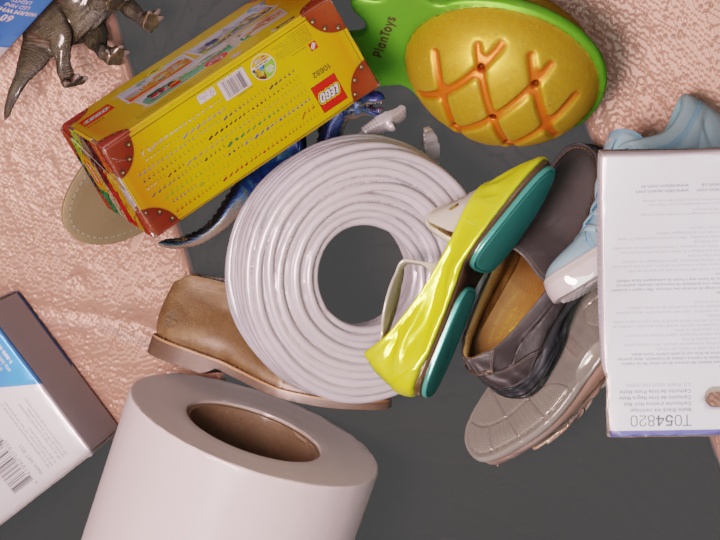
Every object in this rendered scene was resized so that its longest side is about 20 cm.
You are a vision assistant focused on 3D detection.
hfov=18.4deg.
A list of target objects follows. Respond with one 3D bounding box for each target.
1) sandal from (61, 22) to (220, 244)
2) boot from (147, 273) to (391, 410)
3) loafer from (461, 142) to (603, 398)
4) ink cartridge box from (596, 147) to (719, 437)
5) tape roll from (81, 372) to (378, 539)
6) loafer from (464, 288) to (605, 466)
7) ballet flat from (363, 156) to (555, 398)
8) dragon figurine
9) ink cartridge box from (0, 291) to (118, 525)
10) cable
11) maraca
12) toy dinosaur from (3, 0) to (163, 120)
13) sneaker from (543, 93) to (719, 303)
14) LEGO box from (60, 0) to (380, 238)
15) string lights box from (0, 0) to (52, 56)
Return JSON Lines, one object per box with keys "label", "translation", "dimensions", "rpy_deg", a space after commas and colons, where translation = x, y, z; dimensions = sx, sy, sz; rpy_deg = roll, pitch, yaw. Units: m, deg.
{"label": "sandal", "translation": [-0.156, -0.107, 1.727], "dimensions": [0.078, 0.070, 0.212], "rpy_deg": [42, 84, -22]}
{"label": "boot", "translation": [-0.065, 0.058, 1.732], "dimensions": [0.198, 0.074, 0.076], "rpy_deg": [18, 92, 10]}
{"label": "loafer", "translation": [0.134, -0.005, 1.655], "dimensions": [0.072, 0.072, 0.202], "rpy_deg": [15, 82, 35]}
{"label": "ink cartridge box", "translation": [0.264, 0.013, 1.547], "dimensions": [0.198, 0.041, 0.202], "rpy_deg": [-1, 96, 5]}
{"label": "tape roll", "translation": [-0.101, 0.182, 1.689], "dimensions": [0.201, 0.203, 0.140], "rpy_deg": [20, 102, 7]}
{"label": "loafer", "translation": [0.165, 0.079, 1.690], "dimensions": [0.063, 0.072, 0.200], "rpy_deg": [28, 111, -40]}
{"label": "ballet flat", "translation": [0.065, -0.005, 1.609], "dimensions": [0.067, 0.067, 0.201], "rpy_deg": [30, 92, 20]}
{"label": "dragon figurine", "translation": [-0.067, -0.083, 1.709], "dimensions": [0.198, 0.059, 0.100], "rpy_deg": [-16, 94, 9]}
{"label": "ink cartridge box", "translation": [-0.318, 0.136, 1.784], "dimensions": [0.199, 0.084, 0.145], "rpy_deg": [-37, 91, 14]}
{"label": "cable", "translation": [0.000, 0.000, 1.654], "dimensions": [0.199, 0.069, 0.201], "rpy_deg": [-24, 106, -14]}
{"label": "maraca", "translation": [0.084, -0.155, 1.635], "dimensions": [0.198, 0.108, 0.138], "rpy_deg": [16, 139, -4]}
{"label": "toy dinosaur", "translation": [-0.218, -0.204, 1.720], "dimensions": [0.102, 0.077, 0.201], "rpy_deg": [50, 119, 33]}
{"label": "sneaker", "translation": [0.193, -0.056, 1.631], "dimensions": [0.200, 0.074, 0.082], "rpy_deg": [-38, 82, -24]}
{"label": "LEGO box", "translation": [-0.106, -0.120, 1.624], "dimensions": [0.199, 0.149, 0.078], "rpy_deg": [-34, 109, -10]}
{"label": "string lights box", "translation": [-0.263, -0.252, 1.672], "dimensions": [0.200, 0.059, 0.103], "rpy_deg": [-40, 62, 33]}
